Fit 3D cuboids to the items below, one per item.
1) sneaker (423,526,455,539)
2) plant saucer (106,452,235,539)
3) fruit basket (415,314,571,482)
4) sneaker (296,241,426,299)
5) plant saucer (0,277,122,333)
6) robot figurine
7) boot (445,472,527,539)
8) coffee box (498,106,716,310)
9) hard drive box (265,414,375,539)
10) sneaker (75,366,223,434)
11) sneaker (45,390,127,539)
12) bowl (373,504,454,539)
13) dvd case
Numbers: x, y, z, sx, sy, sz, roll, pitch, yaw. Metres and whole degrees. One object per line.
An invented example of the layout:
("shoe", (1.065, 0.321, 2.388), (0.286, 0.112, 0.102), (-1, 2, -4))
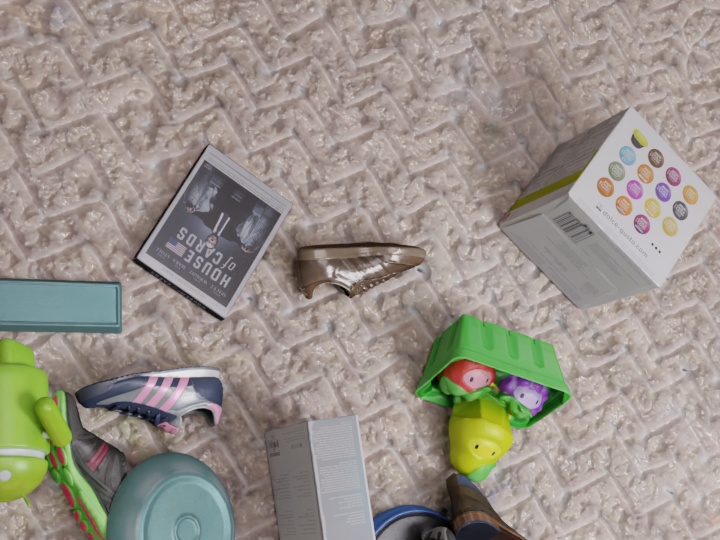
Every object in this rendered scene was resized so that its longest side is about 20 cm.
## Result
("sneaker", (0.122, 0.451, 1.693), (0.079, 0.075, 0.202), (2, 84, -38))
("plant saucer", (-0.230, 0.332, 1.578), (0.199, 0.036, 0.202), (12, 72, -42))
("fruit basket", (0.185, 0.193, 1.783), (0.214, 0.156, 0.218), (15, 55, -22))
("sneaker", (0.000, 0.000, 1.787), (0.198, 0.070, 0.076), (-2, 98, -21))
("plant saucer", (-0.406, 0.044, 1.609), (0.198, 0.019, 0.071), (2, 77, -23))
("robot figurine", (-0.436, 0.188, 1.503), (0.173, 0.116, 0.202), (-6, 74, 8))
("boot", (0.188, 0.363, 1.771), (0.200, 0.074, 0.097), (45, 19, -42))
("coffee box", (0.376, -0.091, 1.893), (0.200, 0.200, 0.198), (44, 64, -10))
("hard drive box", (-0.053, 0.301, 1.634), (0.076, 0.156, 0.202), (-4, 81, -26))
("sneaker", (-0.269, 0.174, 1.608), (0.198, 0.070, 0.083), (-4, 79, -28))
("sneaker", (-0.343, 0.244, 1.570), (0.083, 0.076, 0.202), (-25, 94, -42))
("bowl", (0.076, 0.430, 1.728), (0.199, 0.039, 0.203), (6, 76, -24))
("dvd case", (-0.202, -0.054, 1.720), (0.150, 0.025, 0.201), (35, 66, -13))
